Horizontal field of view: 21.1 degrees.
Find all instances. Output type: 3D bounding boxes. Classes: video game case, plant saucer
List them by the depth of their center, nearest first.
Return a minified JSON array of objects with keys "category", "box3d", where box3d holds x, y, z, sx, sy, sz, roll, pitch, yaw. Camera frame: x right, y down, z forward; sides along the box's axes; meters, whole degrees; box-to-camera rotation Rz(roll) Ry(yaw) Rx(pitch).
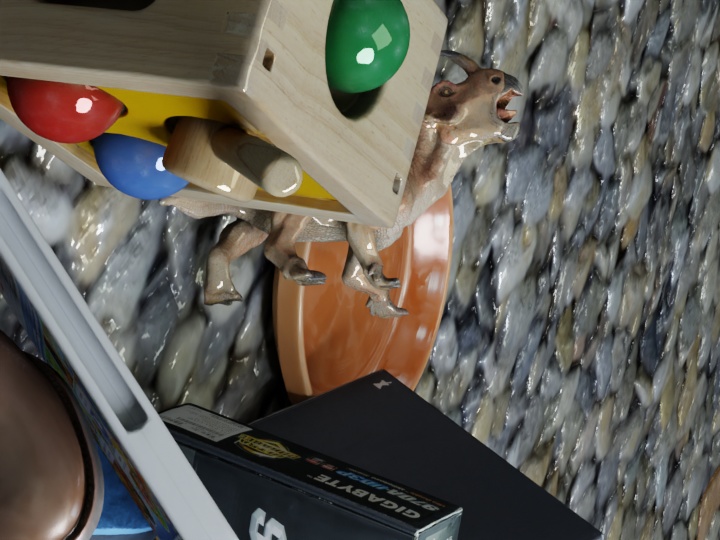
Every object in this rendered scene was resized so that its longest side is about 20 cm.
[{"category":"video game case","box3d":[-0.108,0.024,0.707,0.018,0.200,0.143,-32,176,-12]},{"category":"plant saucer","box3d":[0.000,0.000,1.130,0.200,0.032,0.201,-29,123,-58]}]

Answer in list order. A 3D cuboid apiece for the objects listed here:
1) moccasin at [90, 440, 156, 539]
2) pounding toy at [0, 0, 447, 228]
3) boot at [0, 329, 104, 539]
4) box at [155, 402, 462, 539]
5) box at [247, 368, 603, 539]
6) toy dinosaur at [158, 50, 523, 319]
[{"category":"moccasin","box3d":[-0.159,0.098,0.741,0.200,0.068,0.081,18,40,-42]},{"category":"pounding toy","box3d":[-0.061,-0.080,0.779,0.184,0.200,0.142,39,64,-61]},{"category":"boot","box3d":[-0.180,0.007,0.617,0.064,0.186,0.200,-43,153,0]},{"category":"box","box3d":[-0.045,0.181,0.920,0.046,0.159,0.200,-17,122,-57]},{"category":"box","box3d":[0.030,0.184,1.031,0.104,0.200,0.182,-20,122,-27]},{"category":"toy dinosaur","box3d":[-0.021,-0.052,0.995,0.200,0.086,0.136,4,76,-26]}]
